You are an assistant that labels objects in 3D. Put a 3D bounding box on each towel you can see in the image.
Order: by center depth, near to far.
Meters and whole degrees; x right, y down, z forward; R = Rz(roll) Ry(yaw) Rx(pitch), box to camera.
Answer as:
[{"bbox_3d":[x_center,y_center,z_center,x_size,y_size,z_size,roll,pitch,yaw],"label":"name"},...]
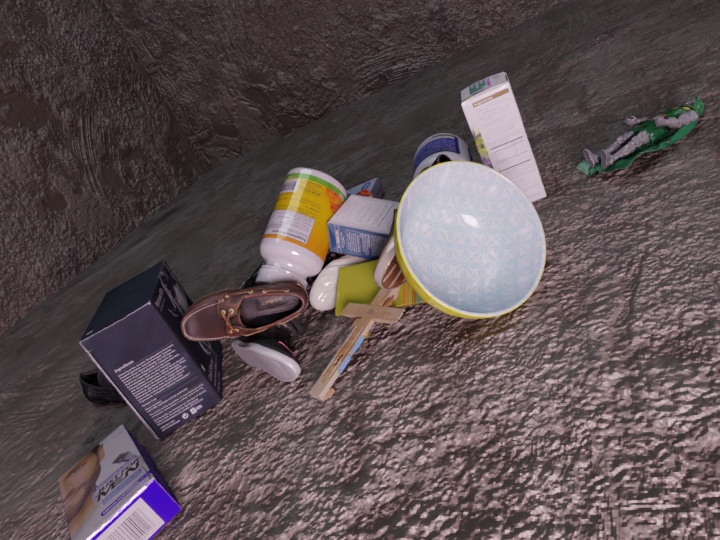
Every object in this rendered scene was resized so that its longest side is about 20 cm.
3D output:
[{"bbox_3d":[0.047,0.018,0.806,0.198,0.018,0.087,-12,61,32],"label":"towel"}]

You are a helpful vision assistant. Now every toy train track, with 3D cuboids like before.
[{"bbox_3d":[0.000,0.099,0.741,0.114,0.033,0.201,3,47,47],"label":"toy train track"}]

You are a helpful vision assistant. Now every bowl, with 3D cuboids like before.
[{"bbox_3d":[0.127,-0.028,0.696,0.199,0.201,0.108,-38,-5,-20],"label":"bowl"}]

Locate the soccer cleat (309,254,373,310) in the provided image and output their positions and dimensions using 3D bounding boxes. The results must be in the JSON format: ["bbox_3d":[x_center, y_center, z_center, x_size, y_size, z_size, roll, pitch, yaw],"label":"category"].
[{"bbox_3d":[0.000,0.000,0.900,0.199,0.070,0.077,-37,28,-21],"label":"soccer cleat"}]

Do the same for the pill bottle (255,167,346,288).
[{"bbox_3d":[-0.103,-0.059,0.894,0.110,0.110,0.203,0,66,49],"label":"pill bottle"}]

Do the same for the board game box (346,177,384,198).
[{"bbox_3d":[-0.054,-0.130,1.253,0.197,0.041,0.201,-19,25,25],"label":"board game box"}]

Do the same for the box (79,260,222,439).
[{"bbox_3d":[-0.326,0.121,0.869,0.123,0.198,0.200,-30,24,-3],"label":"box"}]

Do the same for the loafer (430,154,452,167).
[{"bbox_3d":[0.158,-0.100,0.806,0.071,0.064,0.201,-11,48,-27],"label":"loafer"}]

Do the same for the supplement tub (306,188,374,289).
[{"bbox_3d":[-0.051,-0.063,1.012,0.198,0.123,0.123,-31,23,-3],"label":"supplement tub"}]

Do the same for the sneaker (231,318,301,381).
[{"bbox_3d":[-0.125,0.106,0.821,0.099,0.071,0.199,-46,23,-23],"label":"sneaker"}]

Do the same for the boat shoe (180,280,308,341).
[{"bbox_3d":[-0.174,0.061,0.791,0.197,0.071,0.070,-18,15,-2],"label":"boat shoe"}]

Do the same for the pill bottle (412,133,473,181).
[{"bbox_3d":[0.156,-0.171,0.990,0.118,0.121,0.201,-21,24,18],"label":"pill bottle"}]

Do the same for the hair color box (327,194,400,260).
[{"bbox_3d":[0.056,-0.062,0.867,0.197,0.061,0.100,12,41,22],"label":"hair color box"}]

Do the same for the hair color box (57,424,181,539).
[{"bbox_3d":[-0.319,0.289,0.692,0.109,0.065,0.199,-42,24,-24],"label":"hair color box"}]

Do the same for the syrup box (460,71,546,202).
[{"bbox_3d":[0.233,-0.207,0.869,0.081,0.202,0.079,-20,25,20],"label":"syrup box"}]

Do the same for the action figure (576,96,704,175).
[{"bbox_3d":[0.447,-0.214,0.825,0.198,0.055,0.118,-28,20,-6],"label":"action figure"}]

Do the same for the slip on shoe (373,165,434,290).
[{"bbox_3d":[0.072,-0.066,0.767,0.060,0.076,0.202,27,84,38],"label":"slip on shoe"}]

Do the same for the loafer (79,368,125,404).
[{"bbox_3d":[-0.469,0.211,1.015,0.198,0.071,0.068,-14,28,33],"label":"loafer"}]

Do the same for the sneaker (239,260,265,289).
[{"bbox_3d":[-0.201,0.037,1.086,0.083,0.072,0.201,-43,10,38],"label":"sneaker"}]
